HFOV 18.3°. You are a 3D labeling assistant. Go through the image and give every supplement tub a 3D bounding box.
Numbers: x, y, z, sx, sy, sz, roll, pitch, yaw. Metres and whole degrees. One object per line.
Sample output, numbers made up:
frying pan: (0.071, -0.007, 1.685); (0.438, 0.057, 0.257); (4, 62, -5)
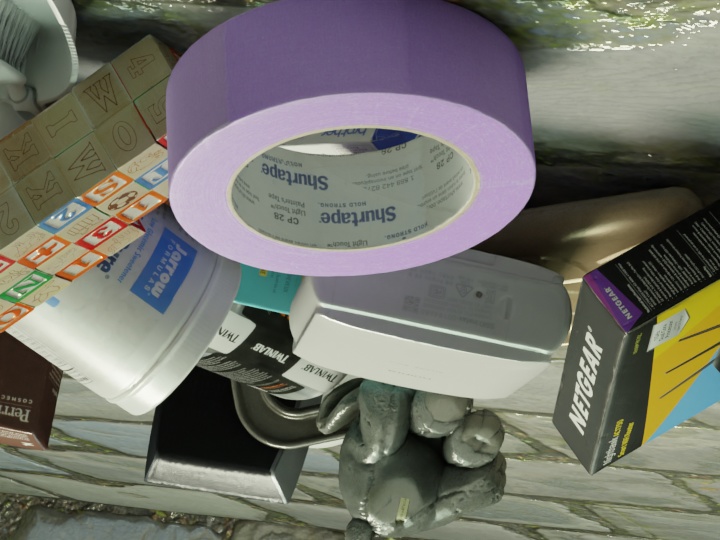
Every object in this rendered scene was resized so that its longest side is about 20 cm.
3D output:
supplement tub: (-0.092, 0.018, 1.671); (0.122, 0.123, 0.200); (0, 165, 37)
supplement tub: (-0.193, -0.011, 1.481); (0.200, 0.132, 0.132); (36, 159, -17)

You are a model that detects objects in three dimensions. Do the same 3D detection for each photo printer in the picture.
photo printer: (0.038, 0.033, 1.458); (0.165, 0.070, 0.200); (12, 168, -5)

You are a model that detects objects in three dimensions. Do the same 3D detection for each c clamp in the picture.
c clamp: (-0.033, 0.053, 1.784); (0.199, 0.172, 0.027); (-6, 169, 3)

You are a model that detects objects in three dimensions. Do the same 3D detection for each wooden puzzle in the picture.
wooden puzzle: (0.169, -0.009, 1.501); (0.184, 0.047, 0.200); (-9, 156, 24)

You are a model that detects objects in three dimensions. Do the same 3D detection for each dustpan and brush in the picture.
dustpan and brush: (-0.205, -0.118, 1.304); (0.139, 0.058, 0.200); (4, 166, 22)

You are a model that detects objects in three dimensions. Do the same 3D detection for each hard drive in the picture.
hard drive: (-0.098, 0.089, 1.841); (0.134, 0.201, 0.042); (8, 146, 7)

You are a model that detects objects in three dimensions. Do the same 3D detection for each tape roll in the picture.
tape roll: (-0.006, -0.071, 1.222); (0.199, 0.066, 0.200); (-3, 153, -2)

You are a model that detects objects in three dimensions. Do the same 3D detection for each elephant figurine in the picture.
elephant figurine: (0.041, 0.112, 1.701); (0.154, 0.142, 0.200); (-12, -161, -2)

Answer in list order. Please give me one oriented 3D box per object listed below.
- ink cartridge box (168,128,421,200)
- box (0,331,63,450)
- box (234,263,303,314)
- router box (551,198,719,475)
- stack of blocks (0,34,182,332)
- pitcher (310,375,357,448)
ink cartridge box: (-0.042, -0.065, 1.400); (0.199, 0.044, 0.094); (-1, 145, 39)
box: (-0.260, 0.022, 1.633); (0.100, 0.201, 0.075); (9, 167, 2)
box: (0.000, 0.000, 1.580); (0.199, 0.083, 0.049); (12, -178, -23)
router box: (0.201, 0.035, 1.402); (0.149, 0.051, 0.200); (-28, 154, -15)
stack of blocks: (-0.172, -0.048, 1.331); (0.200, 0.059, 0.115); (-34, 164, 8)
pitcher: (-0.067, 0.082, 1.985); (0.171, 0.122, 0.200); (27, 175, -9)
